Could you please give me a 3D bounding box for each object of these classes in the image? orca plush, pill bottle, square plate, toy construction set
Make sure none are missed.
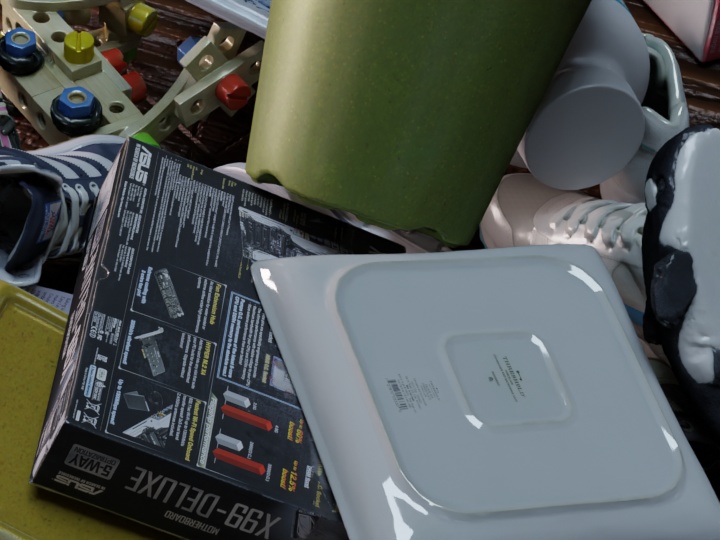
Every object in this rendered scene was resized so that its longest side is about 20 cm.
[{"bbox_3d":[0.179,0.029,1.288,0.105,0.201,0.071,-37,16,-32],"label":"orca plush"},{"bbox_3d":[0.094,-0.132,1.435,0.110,0.111,0.201,-7,41,-13],"label":"pill bottle"},{"bbox_3d":[0.066,0.061,1.215,0.197,0.029,0.201,-2,50,-26],"label":"square plate"},{"bbox_3d":[-0.141,-0.121,1.483,0.131,0.093,0.200,-23,37,-29],"label":"toy construction set"}]

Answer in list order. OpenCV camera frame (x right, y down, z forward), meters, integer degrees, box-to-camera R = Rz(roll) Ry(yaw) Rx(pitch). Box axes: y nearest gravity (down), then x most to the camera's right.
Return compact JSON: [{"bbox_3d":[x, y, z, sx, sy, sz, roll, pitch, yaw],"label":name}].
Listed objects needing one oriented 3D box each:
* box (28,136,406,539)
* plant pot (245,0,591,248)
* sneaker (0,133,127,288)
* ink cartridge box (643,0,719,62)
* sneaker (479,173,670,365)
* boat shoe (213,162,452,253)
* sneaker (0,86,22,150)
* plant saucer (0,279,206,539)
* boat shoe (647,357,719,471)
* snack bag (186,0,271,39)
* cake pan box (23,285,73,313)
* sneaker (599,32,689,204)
[{"bbox_3d":[-0.063,0.041,1.229,0.157,0.050,0.201,21,42,-14],"label":"box"},{"bbox_3d":[0.027,-0.118,1.292,0.199,0.191,0.200,17,3,-1],"label":"plant pot"},{"bbox_3d":[-0.154,-0.031,1.333,0.199,0.071,0.108,5,12,-35],"label":"sneaker"},{"bbox_3d":[0.271,-0.223,1.641,0.199,0.085,0.146,-16,45,-20],"label":"ink cartridge box"},{"bbox_3d":[0.147,-0.007,1.380,0.200,0.081,0.076,34,50,31],"label":"sneaker"},{"bbox_3d":[0.000,0.000,1.374,0.200,0.074,0.065,35,33,26],"label":"boat shoe"},{"bbox_3d":[-0.223,-0.078,1.418,0.086,0.080,0.201,17,68,-6],"label":"sneaker"},{"bbox_3d":[-0.138,0.095,1.204,0.199,0.049,0.201,28,41,-7],"label":"plant saucer"},{"bbox_3d":[0.096,0.101,1.257,0.199,0.072,0.065,-19,41,-34],"label":"boat shoe"},{"bbox_3d":[-0.036,-0.149,1.484,0.188,0.022,0.200,27,12,14],"label":"snack bag"},{"bbox_3d":[-0.255,0.068,1.274,0.183,0.053,0.201,11,41,10],"label":"cake pan box"},{"bbox_3d":[0.158,-0.114,1.507,0.070,0.081,0.201,-8,41,-12],"label":"sneaker"}]
